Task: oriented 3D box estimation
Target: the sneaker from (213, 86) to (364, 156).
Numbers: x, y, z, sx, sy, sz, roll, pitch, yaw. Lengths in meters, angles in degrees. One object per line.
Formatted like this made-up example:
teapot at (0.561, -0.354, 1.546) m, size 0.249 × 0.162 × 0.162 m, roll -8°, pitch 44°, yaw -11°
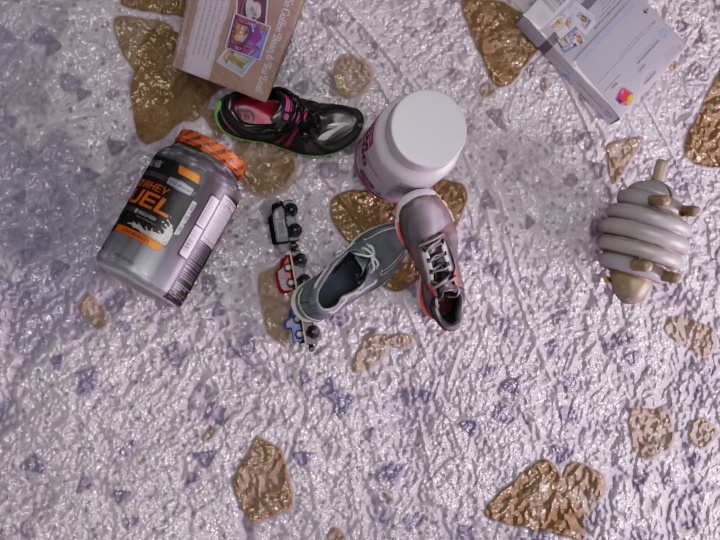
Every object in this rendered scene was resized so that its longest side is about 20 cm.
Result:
sneaker at (-0.091, -0.194, 1.400) m, size 0.198 × 0.084 × 0.078 m, roll 3°, pitch 84°, yaw -10°

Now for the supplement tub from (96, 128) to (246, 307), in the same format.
supplement tub at (-0.230, -0.066, 1.340) m, size 0.122 × 0.123 × 0.201 m, roll 29°, pitch 79°, yaw -7°

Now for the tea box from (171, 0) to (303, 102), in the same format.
tea box at (-0.129, -0.358, 1.322) m, size 0.132 × 0.200 × 0.198 m, roll 19°, pitch 53°, yaw -8°

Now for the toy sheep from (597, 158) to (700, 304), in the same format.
toy sheep at (0.387, -0.051, 1.452) m, size 0.137 × 0.138 × 0.202 m, roll 20°, pitch 88°, yaw -8°

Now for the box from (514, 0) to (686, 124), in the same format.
box at (0.341, -0.334, 1.522) m, size 0.200 × 0.041 × 0.156 m, roll 44°, pitch 78°, yaw -3°

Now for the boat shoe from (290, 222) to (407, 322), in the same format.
boat shoe at (0.000, 0.000, 1.392) m, size 0.199 × 0.062 × 0.073 m, roll -36°, pitch 98°, yaw -27°

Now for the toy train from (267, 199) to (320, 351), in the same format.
toy train at (-0.089, 0.008, 1.404) m, size 0.045 × 0.034 × 0.202 m, roll -10°, pitch 85°, yaw -8°

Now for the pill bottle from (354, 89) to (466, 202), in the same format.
pill bottle at (0.063, -0.158, 1.367) m, size 0.112 × 0.200 × 0.115 m, roll 1°, pitch 83°, yaw -11°

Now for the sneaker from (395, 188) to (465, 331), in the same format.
sneaker at (0.103, -0.010, 1.376) m, size 0.076 × 0.082 × 0.201 m, roll -21°, pitch 121°, yaw -4°
